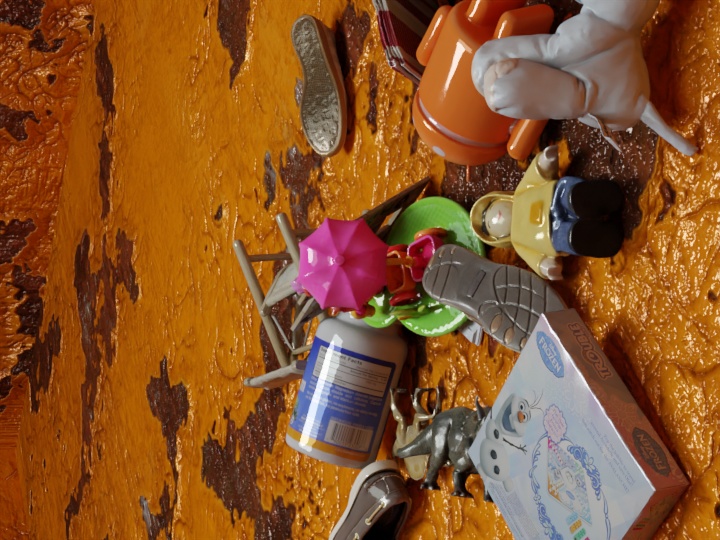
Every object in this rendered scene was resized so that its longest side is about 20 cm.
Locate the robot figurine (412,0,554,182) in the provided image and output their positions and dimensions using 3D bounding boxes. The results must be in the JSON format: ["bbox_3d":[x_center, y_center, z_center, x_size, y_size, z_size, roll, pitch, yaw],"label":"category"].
[{"bbox_3d":[0.121,-0.186,1.529,0.117,0.143,0.201,-70,3,-49],"label":"robot figurine"}]

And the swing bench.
[{"bbox_3d":[-0.068,0.041,1.961,0.199,0.129,0.202,159,107,-65],"label":"swing bench"}]

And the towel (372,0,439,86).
[{"bbox_3d":[0.057,-0.264,1.678,0.023,0.144,0.201,-31,53,25],"label":"towel"}]

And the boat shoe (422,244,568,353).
[{"bbox_3d":[0.146,0.035,1.509,0.200,0.072,0.076,36,92,45],"label":"boat shoe"}]

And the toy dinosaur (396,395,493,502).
[{"bbox_3d":[0.107,0.182,1.599,0.200,0.076,0.103,177,105,-68],"label":"toy dinosaur"}]

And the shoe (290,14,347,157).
[{"bbox_3d":[-0.045,-0.241,2.037,0.069,0.053,0.202,-20,69,31],"label":"shoe"}]

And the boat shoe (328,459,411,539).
[{"bbox_3d":[0.012,0.309,1.807,0.060,0.071,0.201,60,143,41],"label":"boat shoe"}]

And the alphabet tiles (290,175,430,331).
[{"bbox_3d":[-0.010,-0.013,1.768,0.008,0.167,0.201,43,129,12],"label":"alphabet tiles"}]

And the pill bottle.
[{"bbox_3d":[-0.009,0.120,1.803,0.112,0.111,0.202,20,94,67],"label":"pill bottle"}]

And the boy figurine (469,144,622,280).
[{"bbox_3d":[0.172,-0.055,1.461,0.200,0.064,0.126,-171,82,-65],"label":"boy figurine"}]

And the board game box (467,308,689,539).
[{"bbox_3d":[0.187,0.175,1.384,0.201,0.043,0.200,61,144,35],"label":"board game box"}]

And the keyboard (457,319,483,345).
[{"bbox_3d":[0.095,0.019,1.714,0.200,0.011,0.057,-135,56,-60],"label":"keyboard"}]

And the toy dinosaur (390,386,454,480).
[{"bbox_3d":[0.057,0.182,1.724,0.200,0.058,0.102,165,105,-67],"label":"toy dinosaur"}]

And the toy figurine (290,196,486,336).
[{"bbox_3d":[0.000,0.000,1.628,0.199,0.183,0.152,-23,72,42],"label":"toy figurine"}]

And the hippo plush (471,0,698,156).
[{"bbox_3d":[0.187,-0.208,1.310,0.200,0.158,0.162,-131,47,-60],"label":"hippo plush"}]
